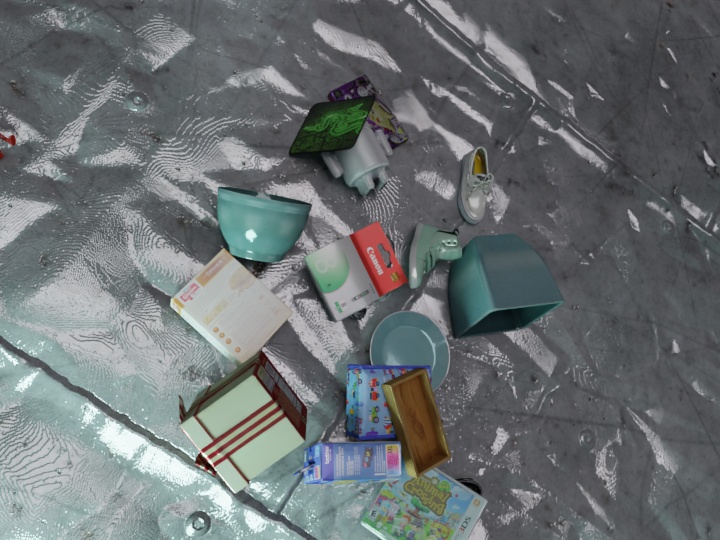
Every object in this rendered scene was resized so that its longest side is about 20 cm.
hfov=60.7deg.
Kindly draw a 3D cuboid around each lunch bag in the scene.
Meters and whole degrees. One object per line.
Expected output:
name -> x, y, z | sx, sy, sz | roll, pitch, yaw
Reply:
lunch bag -> 0.076, 0.279, 1.322 | 0.199, 0.094, 0.151 | 4, 82, -19

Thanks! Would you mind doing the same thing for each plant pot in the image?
plant pot -> 0.320, 0.026, 1.447 | 0.195, 0.196, 0.200 | -4, 68, -20
plant pot -> -0.212, -0.094, 1.303 | 0.200, 0.200, 0.135 | 9, 98, -17

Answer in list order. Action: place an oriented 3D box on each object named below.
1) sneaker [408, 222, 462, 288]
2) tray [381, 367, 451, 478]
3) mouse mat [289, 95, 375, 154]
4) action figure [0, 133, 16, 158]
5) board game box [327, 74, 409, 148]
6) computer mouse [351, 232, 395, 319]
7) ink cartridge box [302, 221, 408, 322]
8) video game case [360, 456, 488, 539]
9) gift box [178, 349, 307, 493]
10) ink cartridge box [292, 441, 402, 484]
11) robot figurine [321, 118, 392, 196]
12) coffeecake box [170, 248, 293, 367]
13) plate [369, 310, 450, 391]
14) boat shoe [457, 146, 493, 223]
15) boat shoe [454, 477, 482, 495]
sneaker -> 0.175, -0.034, 1.425 | 0.118, 0.074, 0.201 | 9, 46, 9
tray -> 0.118, 0.316, 1.285 | 0.098, 0.037, 0.201 | -18, 95, -33
mouse mat -> -0.068, -0.337, 1.428 | 0.008, 0.200, 0.161 | 47, 57, -45
action figure -> -0.788, -0.312, 1.205 | 0.200, 0.099, 0.065 | 32, 65, -5
board game box -> 0.021, -0.386, 1.547 | 0.120, 0.032, 0.200 | -34, 88, -20
computer mouse -> 0.000, 0.000, 1.416 | 0.138, 0.053, 0.200 | 39, 78, -7
ink cartridge box -> -0.006, 0.000, 1.364 | 0.200, 0.050, 0.161 | -27, 93, -12
video game case -> 0.131, 0.498, 1.264 | 0.200, 0.022, 0.182 | 27, 64, 24
gift box -> -0.228, 0.270, 1.159 | 0.187, 0.185, 0.200 | -37, 94, 2
ink cartridge box -> -0.033, 0.388, 1.237 | 0.199, 0.136, 0.077 | 6, 67, -17
robot figurine -> -0.007, -0.278, 1.457 | 0.169, 0.113, 0.200 | -24, 83, -22
coffeecake box -> -0.267, 0.080, 1.281 | 0.200, 0.073, 0.154 | 43, 66, -3
plate -> 0.111, 0.192, 1.408 | 0.200, 0.026, 0.201 | 6, 72, -18
boat shoe -> 0.302, -0.223, 1.564 | 0.074, 0.086, 0.203 | 13, 70, -15
boat shoe -> 0.172, 0.486, 1.322 | 0.199, 0.062, 0.075 | -4, 76, -18
